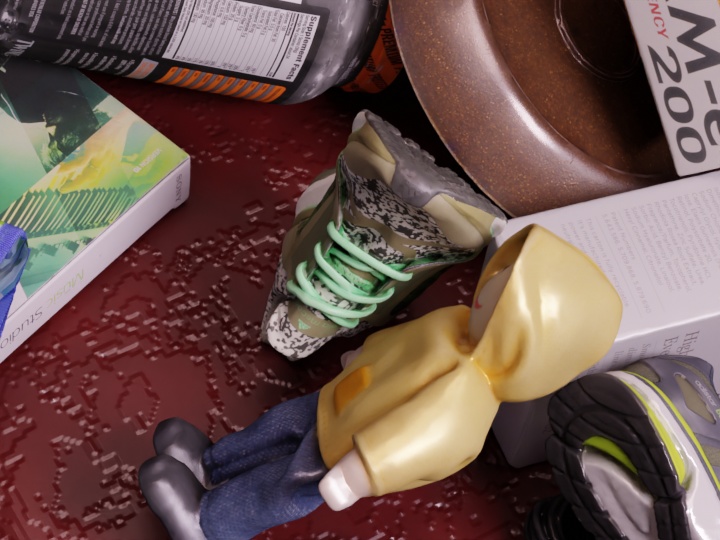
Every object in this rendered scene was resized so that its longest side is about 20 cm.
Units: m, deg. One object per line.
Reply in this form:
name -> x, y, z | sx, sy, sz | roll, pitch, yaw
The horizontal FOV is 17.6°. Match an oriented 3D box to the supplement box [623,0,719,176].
supplement box -> 0.176, -0.138, 1.042 | 0.073, 0.127, 0.200 | -13, 16, 24

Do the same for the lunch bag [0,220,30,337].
lunch bag -> -0.245, 0.042, 0.921 | 0.169, 0.128, 0.201 | 19, 66, 5

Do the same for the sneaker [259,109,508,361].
sneaker -> 0.000, 0.000, 0.956 | 0.077, 0.200, 0.089 | 34, 75, -1

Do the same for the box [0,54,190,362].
box -> -0.196, -0.057, 1.045 | 0.200, 0.036, 0.144 | 37, 60, 14

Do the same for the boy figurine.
boy figurine -> 0.009, 0.052, 0.914 | 0.065, 0.199, 0.124 | 54, 21, -15

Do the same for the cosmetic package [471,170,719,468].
cosmetic package -> 0.151, 0.012, 1.011 | 0.199, 0.102, 0.074 | -13, 61, -14

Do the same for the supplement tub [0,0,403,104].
supplement tub -> -0.076, -0.144, 1.051 | 0.199, 0.123, 0.123 | 9, 55, -22

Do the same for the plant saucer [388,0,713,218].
plant saucer -> 0.099, -0.104, 1.059 | 0.199, 0.034, 0.201 | 19, 58, -33

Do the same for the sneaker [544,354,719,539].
sneaker -> 0.153, 0.120, 0.931 | 0.081, 0.074, 0.201 | -28, 93, -42

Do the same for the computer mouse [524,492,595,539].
computer mouse -> 0.020, 0.145, 0.940 | 0.199, 0.044, 0.110 | -3, 59, -10
